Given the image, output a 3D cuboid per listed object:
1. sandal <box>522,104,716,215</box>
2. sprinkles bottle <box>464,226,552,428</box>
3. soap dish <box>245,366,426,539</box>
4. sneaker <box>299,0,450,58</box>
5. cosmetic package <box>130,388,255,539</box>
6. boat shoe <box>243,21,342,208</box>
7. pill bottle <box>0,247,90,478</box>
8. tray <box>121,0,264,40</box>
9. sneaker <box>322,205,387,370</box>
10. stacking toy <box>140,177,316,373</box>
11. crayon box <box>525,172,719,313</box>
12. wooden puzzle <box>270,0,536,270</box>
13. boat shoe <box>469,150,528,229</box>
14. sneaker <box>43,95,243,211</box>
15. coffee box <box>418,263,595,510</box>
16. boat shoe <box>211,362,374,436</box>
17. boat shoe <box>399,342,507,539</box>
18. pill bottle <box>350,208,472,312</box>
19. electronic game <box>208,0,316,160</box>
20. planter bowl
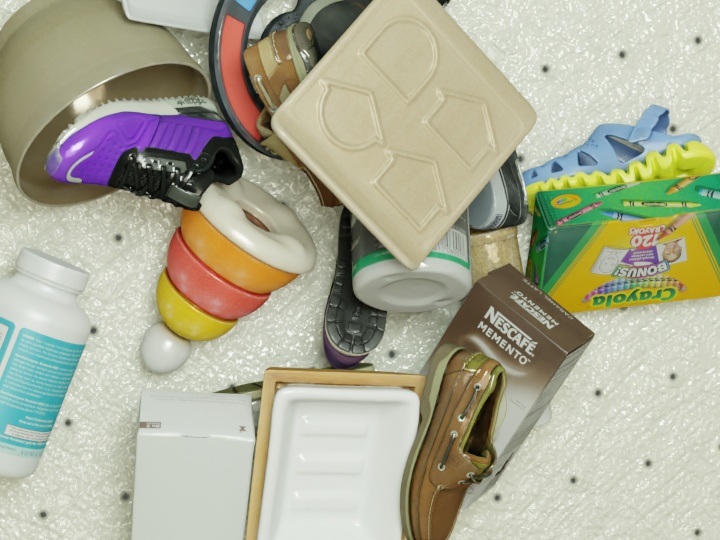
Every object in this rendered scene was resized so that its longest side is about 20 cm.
[{"bbox_3d":[0.250,-0.109,1.563,0.197,0.080,0.088,-14,59,0],"label":"sandal"},{"bbox_3d":[0.141,0.058,1.552,0.067,0.068,0.203,-12,96,-8],"label":"sprinkles bottle"},{"bbox_3d":[-0.028,0.184,1.463,0.155,0.081,0.203,3,107,-15],"label":"soap dish"},{"bbox_3d":[0.043,-0.225,1.466,0.106,0.075,0.199,38,48,27],"label":"sneaker"},{"bbox_3d":[-0.162,0.218,1.475,0.111,0.081,0.202,5,115,-8],"label":"cosmetic package"},{"bbox_3d":[-0.059,-0.140,1.427,0.073,0.076,0.201,-13,134,4],"label":"boat shoe"},{"bbox_3d":[-0.322,0.084,1.461,0.110,0.111,0.202,22,91,-10],"label":"pill bottle"},{"bbox_3d":[-0.165,-0.267,1.432,0.022,0.199,0.109,-19,81,32],"label":"tray"},{"bbox_3d":[0.000,0.000,1.530,0.075,0.088,0.202,20,66,-4],"label":"sneaker"},{"bbox_3d":[-0.148,0.016,1.494,0.145,0.146,0.201,34,108,-10],"label":"stacking toy"},{"bbox_3d":[0.267,-0.025,1.542,0.197,0.059,0.120,-6,134,-8],"label":"crayon box"},{"bbox_3d":[0.037,-0.131,1.362,0.185,0.046,0.201,45,71,-16],"label":"wooden puzzle"},{"bbox_3d":[0.120,-0.138,1.527,0.067,0.073,0.202,-4,68,-38],"label":"boat shoe"},{"bbox_3d":[-0.179,-0.095,1.370,0.199,0.070,0.100,-17,64,-45],"label":"sneaker"},{"bbox_3d":[0.119,0.111,1.489,0.114,0.079,0.201,38,116,18],"label":"coffee box"},{"bbox_3d":[-0.078,0.142,1.522,0.197,0.075,0.069,-10,95,-6],"label":"boat shoe"},{"bbox_3d":[0.087,0.172,1.430,0.067,0.072,0.203,17,110,30],"label":"boat shoe"},{"bbox_3d":[0.045,-0.072,1.458,0.112,0.113,0.203,3,67,-9],"label":"pill bottle"},{"bbox_3d":[-0.061,-0.205,1.474,0.198,0.041,0.203,-8,102,-41],"label":"electronic game"},{"bbox_3d":[-0.255,-0.173,1.424,0.199,0.200,0.135,-33,72,-5],"label":"planter bowl"}]
